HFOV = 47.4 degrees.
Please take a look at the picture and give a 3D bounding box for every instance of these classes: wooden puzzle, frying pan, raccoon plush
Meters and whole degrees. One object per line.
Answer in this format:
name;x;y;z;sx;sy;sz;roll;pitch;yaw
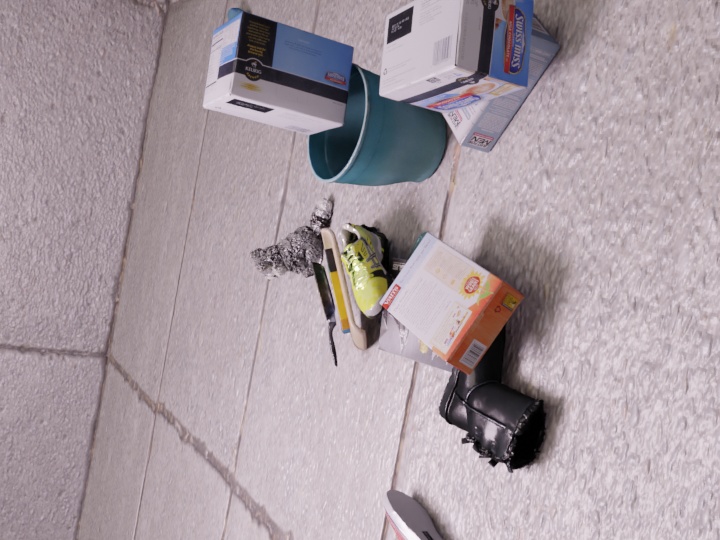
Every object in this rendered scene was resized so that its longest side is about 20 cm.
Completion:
wooden puzzle;-0.035;0.040;1.483;0.185;0.037;0.201;87;166;-75
frying pan;-0.061;0.068;1.503;0.115;0.031;0.191;78;176;-60
raccoon plush;-0.153;-0.070;1.738;0.097;0.133;0.201;26;105;59

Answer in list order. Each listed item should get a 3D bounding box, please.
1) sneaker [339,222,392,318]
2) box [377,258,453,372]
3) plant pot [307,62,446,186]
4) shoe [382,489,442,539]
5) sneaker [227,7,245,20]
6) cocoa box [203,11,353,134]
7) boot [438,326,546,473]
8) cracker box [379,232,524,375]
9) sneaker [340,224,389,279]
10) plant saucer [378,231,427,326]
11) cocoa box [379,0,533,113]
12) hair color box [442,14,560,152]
sneaker;0.000;0.000;1.375;0.075;0.076;0.201;-43;36;22
box;0.112;0.068;1.321;0.200;0.048;0.160;12;94;55
plant pot;0.036;-0.232;1.408;0.200;0.187;0.202;-23;62;55
shoe;0.081;0.437;1.275;0.200;0.071;0.091;44;114;49
sneaker;-0.351;-0.654;2.266;0.078;0.089;0.201;-45;45;45
cocoa box;-0.132;-0.311;1.316;0.133;0.199;0.132;3;84;60
boot;0.195;0.167;1.153;0.162;0.073;0.200;30;106;54
cracker box;0.126;0.043;1.187;0.134;0.058;0.200;-55;35;4
sneaker;0.019;-0.024;1.487;0.088;0.075;0.200;-63;28;16
plant saucer;0.083;0.032;1.430;0.070;0.019;0.201;56;131;49
cocoa box;0.137;-0.322;1.197;0.200;0.131;0.134;-3;80;59
hair color box;0.208;-0.292;1.258;0.200;0.060;0.099;-57;38;34
